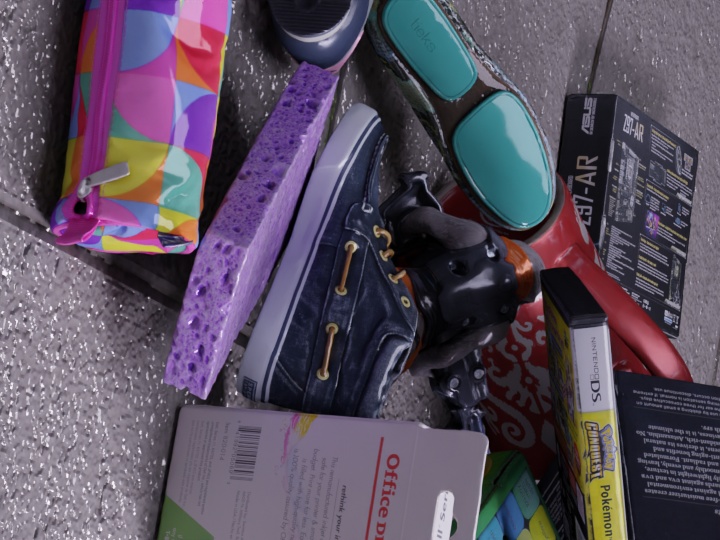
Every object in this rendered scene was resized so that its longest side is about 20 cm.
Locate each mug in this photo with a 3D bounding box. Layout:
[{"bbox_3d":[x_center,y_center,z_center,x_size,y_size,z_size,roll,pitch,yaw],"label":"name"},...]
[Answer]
[{"bbox_3d":[0.142,0.028,1.928,0.134,0.177,0.201,-74,148,-46],"label":"mug"}]

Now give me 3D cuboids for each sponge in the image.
[{"bbox_3d":[-0.060,-0.026,1.583,0.200,0.030,0.112,-64,172,-55],"label":"sponge"}]

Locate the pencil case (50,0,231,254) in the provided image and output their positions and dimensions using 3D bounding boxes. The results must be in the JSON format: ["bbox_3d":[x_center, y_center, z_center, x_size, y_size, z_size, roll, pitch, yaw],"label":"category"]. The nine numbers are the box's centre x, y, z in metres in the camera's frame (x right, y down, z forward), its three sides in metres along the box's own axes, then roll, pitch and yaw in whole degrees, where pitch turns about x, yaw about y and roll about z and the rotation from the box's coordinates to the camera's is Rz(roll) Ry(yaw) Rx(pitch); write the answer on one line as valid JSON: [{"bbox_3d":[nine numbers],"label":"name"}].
[{"bbox_3d":[-0.115,-0.103,1.487,0.088,0.088,0.201,27,68,-62],"label":"pencil case"}]

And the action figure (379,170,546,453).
[{"bbox_3d":[0.050,0.048,1.777,0.193,0.104,0.201,-31,111,-28],"label":"action figure"}]

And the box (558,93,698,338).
[{"bbox_3d":[0.210,-0.040,2.193,0.200,0.043,0.161,22,73,-63],"label":"box"}]

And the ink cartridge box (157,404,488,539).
[{"bbox_3d":[-0.013,0.145,1.585,0.067,0.199,0.118,32,65,-61],"label":"ink cartridge box"}]

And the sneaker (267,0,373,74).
[{"bbox_3d":[-0.013,-0.215,1.716,0.082,0.070,0.201,77,29,-64],"label":"sneaker"}]

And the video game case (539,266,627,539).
[{"bbox_3d":[0.138,0.101,1.702,0.200,0.025,0.182,-100,-176,-82],"label":"video game case"}]

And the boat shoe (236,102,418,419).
[{"bbox_3d":[0.000,0.000,1.659,0.071,0.090,0.201,99,11,-68],"label":"boat shoe"}]

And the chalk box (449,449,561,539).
[{"bbox_3d":[0.054,0.197,1.705,0.124,0.199,0.125,-48,122,-52],"label":"chalk box"}]

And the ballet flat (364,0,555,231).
[{"bbox_3d":[0.064,-0.116,1.824,0.201,0.074,0.074,59,39,-24],"label":"ballet flat"}]

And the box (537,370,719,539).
[{"bbox_3d":[0.196,0.211,1.864,0.200,0.123,0.199,117,-22,-49],"label":"box"}]
